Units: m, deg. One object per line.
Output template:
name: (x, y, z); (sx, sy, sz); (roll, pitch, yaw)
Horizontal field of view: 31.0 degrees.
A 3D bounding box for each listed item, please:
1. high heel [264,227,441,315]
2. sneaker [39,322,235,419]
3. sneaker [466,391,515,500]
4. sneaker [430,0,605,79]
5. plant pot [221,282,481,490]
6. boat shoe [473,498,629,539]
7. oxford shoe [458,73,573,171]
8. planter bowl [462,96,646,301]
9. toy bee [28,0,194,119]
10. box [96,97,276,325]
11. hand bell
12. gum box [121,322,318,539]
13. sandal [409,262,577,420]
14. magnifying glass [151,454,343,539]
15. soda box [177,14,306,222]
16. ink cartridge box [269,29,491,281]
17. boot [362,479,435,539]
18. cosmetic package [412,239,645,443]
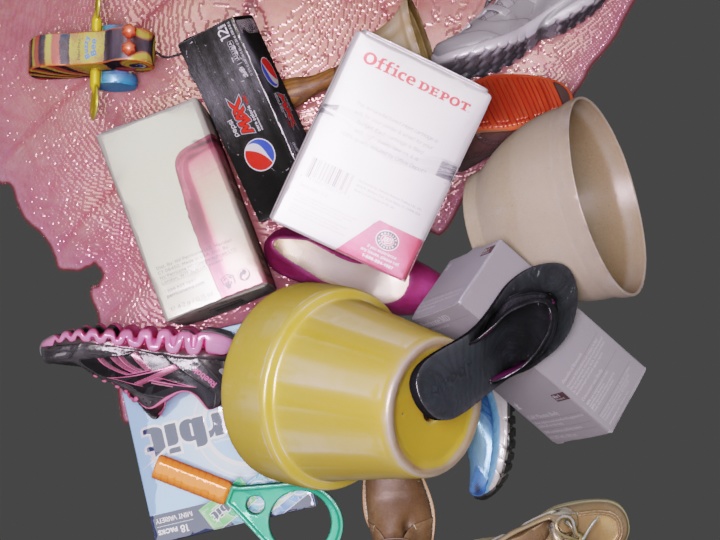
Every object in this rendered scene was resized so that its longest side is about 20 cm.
high heel: (0.000, 0.000, 1.323); (0.200, 0.096, 0.067); (20, 86, 3)
sneaker: (-0.223, 0.101, 1.295); (0.200, 0.079, 0.096); (3, 95, 5)
sneaker: (0.110, 0.135, 1.331); (0.090, 0.078, 0.200); (-6, 77, 11)
sneaker: (0.155, -0.267, 1.357); (0.200, 0.075, 0.082); (-28, 79, -12)
plant pot: (0.003, 0.117, 1.228); (0.189, 0.201, 0.201); (7, 85, 45)
boat shoe: (0.180, 0.287, 1.314); (0.200, 0.063, 0.073); (-21, 85, -1)
oxford shoe: (0.122, -0.148, 1.348); (0.200, 0.073, 0.071); (-13, 55, 0)
planter bowl: (0.185, -0.056, 1.289); (0.135, 0.200, 0.201); (-17, 85, 27)
toy bee: (-0.254, -0.234, 1.341); (0.200, 0.109, 0.131); (-21, 84, 0)
box: (-0.172, -0.055, 1.315); (0.109, 0.128, 0.200); (-21, 86, 0)
hand bell: (-0.026, -0.202, 1.357); (0.200, 0.104, 0.104); (-18, 86, 13)
gum box: (-0.148, 0.163, 1.341); (0.170, 0.045, 0.200); (-14, 85, 1)
sandal: (0.132, 0.064, 1.153); (0.200, 0.048, 0.075); (-39, 99, -25)
magnifying glass: (-0.113, 0.232, 1.302); (0.200, 0.022, 0.080); (21, 89, 4)
soda box: (-0.107, -0.156, 1.329); (0.071, 0.063, 0.200); (-22, 96, 20)
ink cartridge box: (0.019, -0.111, 1.258); (0.146, 0.083, 0.200); (25, 93, -5)
boot: (0.041, 0.275, 1.314); (0.073, 0.075, 0.200); (-7, 85, 3)
cosmetic package: (0.161, 0.070, 1.248); (0.200, 0.107, 0.090); (37, 66, -10)
